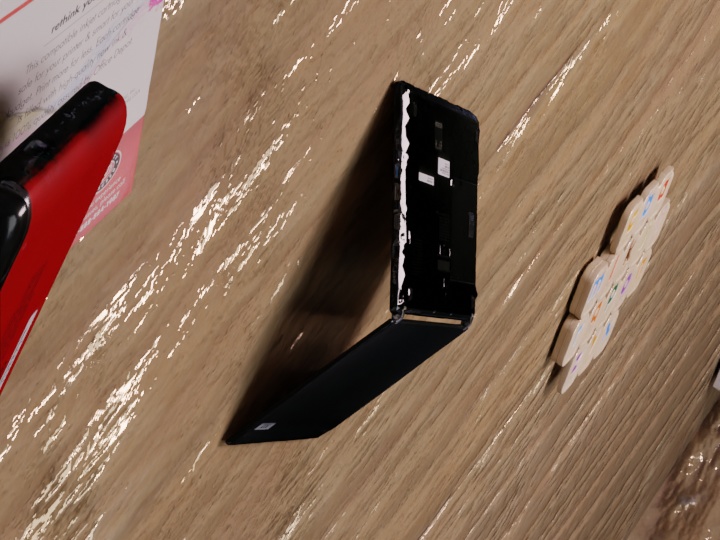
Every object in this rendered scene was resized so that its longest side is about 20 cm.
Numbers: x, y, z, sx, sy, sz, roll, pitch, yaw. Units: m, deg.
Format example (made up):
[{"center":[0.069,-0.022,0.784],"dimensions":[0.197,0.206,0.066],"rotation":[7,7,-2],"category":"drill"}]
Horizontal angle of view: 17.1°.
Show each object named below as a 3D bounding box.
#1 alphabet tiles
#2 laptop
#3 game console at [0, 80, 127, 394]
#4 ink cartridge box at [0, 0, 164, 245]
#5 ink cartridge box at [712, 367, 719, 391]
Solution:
[{"center":[0.220,0.007,2.096],"dimensions":[0.200,0.015,0.197],"rotation":[-39,152,-56],"category":"alphabet tiles"},{"center":[0.000,0.000,1.390],"dimensions":[0.177,0.103,0.202],"rotation":[8,83,-74],"category":"laptop"},{"center":[-0.175,0.026,0.705],"dimensions":[0.201,0.118,0.172],"rotation":[-61,180,24],"category":"game console"},{"center":[-0.118,-0.085,0.765],"dimensions":[0.117,0.067,0.201],"rotation":[-46,159,-45],"category":"ink cartridge box"},{"center":[0.541,0.060,3.085],"dimensions":[0.145,0.083,0.201],"rotation":[-41,153,-54],"category":"ink cartridge box"}]
